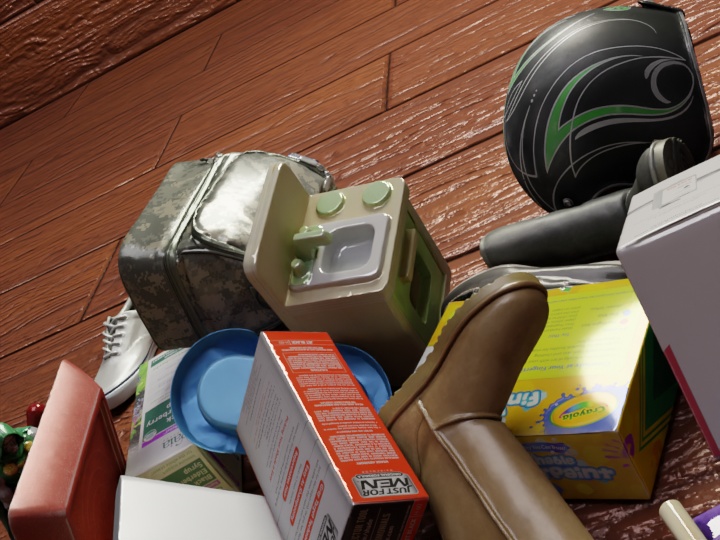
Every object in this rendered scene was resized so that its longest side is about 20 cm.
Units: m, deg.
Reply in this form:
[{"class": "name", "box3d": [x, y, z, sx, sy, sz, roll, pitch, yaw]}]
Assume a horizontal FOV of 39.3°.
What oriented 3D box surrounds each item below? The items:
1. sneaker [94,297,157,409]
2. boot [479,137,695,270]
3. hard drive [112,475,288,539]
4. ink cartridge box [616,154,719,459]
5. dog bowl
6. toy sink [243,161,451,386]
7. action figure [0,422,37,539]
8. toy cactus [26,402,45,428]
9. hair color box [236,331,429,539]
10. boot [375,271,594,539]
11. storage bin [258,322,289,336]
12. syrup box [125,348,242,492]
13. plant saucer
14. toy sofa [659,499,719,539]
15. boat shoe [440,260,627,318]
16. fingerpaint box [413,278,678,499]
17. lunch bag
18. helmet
[{"class": "sneaker", "box3d": [-0.295, 0.090, 1.251, 0.073, 0.071, 0.200, -19, 29, 23]}, {"class": "boot", "box3d": [0.197, -0.044, 0.881, 0.199, 0.182, 0.073, -7, 68, 29]}, {"class": "hard drive", "box3d": [-0.075, 0.210, 0.718, 0.132, 0.199, 0.027, -110, 37, -60]}, {"class": "ink cartridge box", "box3d": [0.242, 0.013, 0.669, 0.083, 0.147, 0.200, -25, 4, 22]}, {"class": "dog bowl", "box3d": [-0.067, 0.119, 0.896, 0.199, 0.050, 0.112, 7, 70, 12]}, {"class": "toy sink", "box3d": [0.000, 0.000, 0.915, 0.112, 0.200, 0.131, -10, 48, 24]}, {"class": "action figure", "box3d": [-0.288, 0.205, 0.911, 0.054, 0.200, 0.118, 11, 48, 28]}, {"class": "toy cactus", "box3d": [-0.325, 0.221, 1.006, 0.200, 0.102, 0.166, 128, 148, -62]}, {"class": "hair color box", "box3d": [-0.029, 0.140, 0.743, 0.061, 0.102, 0.200, 3, 30, -26]}, {"class": "boot", "box3d": [0.108, 0.127, 0.662, 0.175, 0.066, 0.200, -55, 45, 24]}, {"class": "storage bin", "box3d": [-0.053, 0.019, 1.094, 0.200, 0.094, 0.135, -41, 28, -18]}, {"class": "syrup box", "box3d": [-0.173, 0.156, 1.004, 0.079, 0.082, 0.200, -30, 26, 8]}, {"class": "plant saucer", "box3d": [-0.233, 0.210, 0.867, 0.037, 0.201, 0.200, -8, 31, 2]}, {"class": "toy sofa", "box3d": [0.278, 0.121, 0.573, 0.200, 0.098, 0.083, -31, 27, 5]}, {"class": "boat shoe", "box3d": [0.152, 0.031, 0.883, 0.199, 0.067, 0.057, -10, 19, 32]}, {"class": "fingerpaint box", "box3d": [0.139, 0.094, 0.789, 0.199, 0.073, 0.167, -10, 34, 36]}, {"class": "lunch bag", "box3d": [-0.119, -0.027, 1.001, 0.167, 0.140, 0.200, -4, 36, 20]}, {"class": "helmet", "box3d": [0.230, -0.148, 0.970, 0.190, 0.201, 0.200, -13, 32, 18]}]
